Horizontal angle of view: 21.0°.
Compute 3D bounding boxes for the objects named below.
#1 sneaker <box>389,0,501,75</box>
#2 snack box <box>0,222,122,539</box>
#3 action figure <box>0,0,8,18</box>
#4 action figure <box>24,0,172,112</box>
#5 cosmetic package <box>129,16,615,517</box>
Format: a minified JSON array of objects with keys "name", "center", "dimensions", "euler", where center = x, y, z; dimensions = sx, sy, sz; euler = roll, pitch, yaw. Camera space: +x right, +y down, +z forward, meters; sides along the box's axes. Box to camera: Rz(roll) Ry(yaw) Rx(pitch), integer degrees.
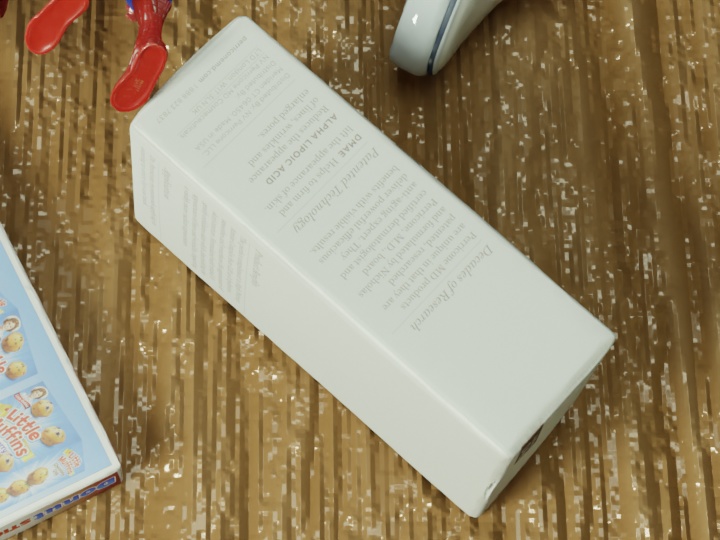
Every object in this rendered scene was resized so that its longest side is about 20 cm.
[{"name":"sneaker","center":[0.085,-0.161,0.873],"dimensions":[0.071,0.073,0.200],"euler":[31,70,7]},{"name":"snack box","center":[-0.173,0.013,0.804],"dimensions":[0.072,0.024,0.200],"euler":[-24,73,-15]},{"name":"action figure","center":[-0.246,-0.139,0.770],"dimensions":[0.199,0.099,0.065],"euler":[16,68,2]},{"name":"action figure","center":[-0.106,-0.140,0.819],"dimensions":[0.065,0.052,0.200],"euler":[30,31,-21]},{"name":"cosmetic package","center":[0.000,0.000,0.787],"dimensions":[0.200,0.102,0.074],"euler":[40,72,9]}]
